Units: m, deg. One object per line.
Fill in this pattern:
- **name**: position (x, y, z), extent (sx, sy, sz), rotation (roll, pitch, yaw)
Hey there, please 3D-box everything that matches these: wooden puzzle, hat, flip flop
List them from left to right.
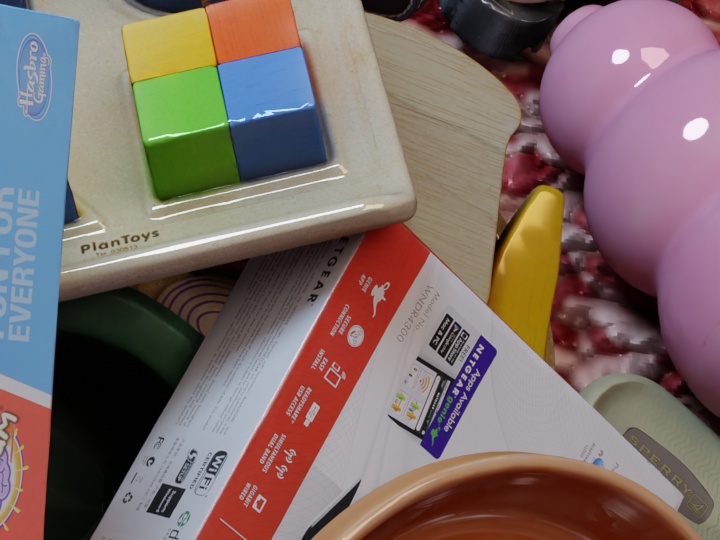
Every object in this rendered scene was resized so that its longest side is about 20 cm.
- **hat**: position (-0.129, 0.068, 0.959), extent (0.200, 0.176, 0.166), rotation (-37, 107, -14)
- **wooden puzzle**: position (-0.090, -0.070, 0.896), extent (0.185, 0.046, 0.200), rotation (-13, 45, -1)
- **flip flop**: position (0.163, 0.107, 1.071), extent (0.200, 0.058, 0.081), rotation (42, 51, -1)

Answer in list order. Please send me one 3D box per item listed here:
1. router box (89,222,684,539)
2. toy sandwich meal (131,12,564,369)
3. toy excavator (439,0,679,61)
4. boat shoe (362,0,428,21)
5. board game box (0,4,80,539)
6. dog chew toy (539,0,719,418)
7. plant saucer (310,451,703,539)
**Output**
- **router box**: position (-0.001, 0.107, 0.899), extent (0.179, 0.049, 0.200), rotation (42, 68, -36)
- **toy sandwich meal**: position (0.000, 0.000, 1.036), extent (0.205, 0.070, 0.206), rotation (14, 57, -22)
- **toy excavator**: position (0.036, -0.191, 1.167), extent (0.194, 0.100, 0.200), rotation (-8, 54, -34)
- **boat shoe**: position (-0.066, -0.135, 1.083), extent (0.200, 0.072, 0.065), rotation (23, 59, -10)
- **board game box**: position (-0.162, 0.006, 0.804), extent (0.040, 0.200, 0.154), rotation (8, 84, -45)
- **dog chew toy**: position (0.145, -0.028, 1.105), extent (0.124, 0.125, 0.200), rotation (-23, 62, -36)
- **plant saucer**: position (0.039, 0.155, 0.867), extent (0.200, 0.032, 0.201), rotation (-2, 94, -30)
